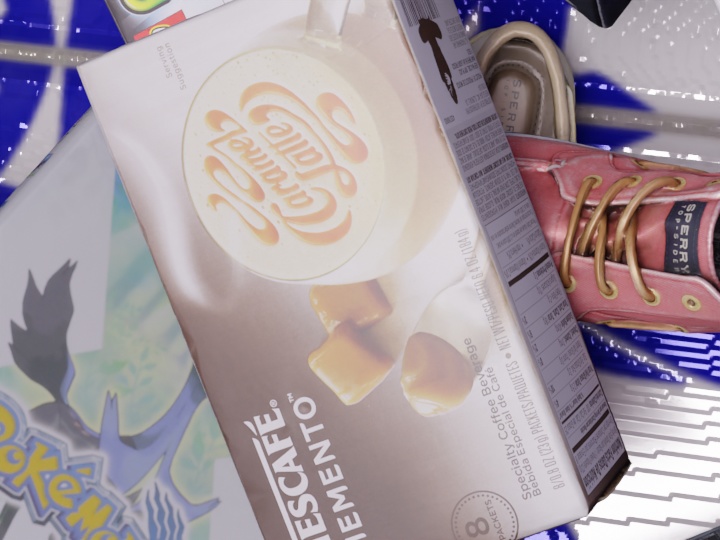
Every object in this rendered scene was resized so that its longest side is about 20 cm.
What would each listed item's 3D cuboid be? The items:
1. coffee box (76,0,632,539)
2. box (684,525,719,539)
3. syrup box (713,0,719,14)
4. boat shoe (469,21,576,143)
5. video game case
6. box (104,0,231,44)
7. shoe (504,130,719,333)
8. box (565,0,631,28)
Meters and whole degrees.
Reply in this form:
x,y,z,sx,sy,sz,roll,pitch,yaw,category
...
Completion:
x,y,z,sx,sy,sz,roll,pitch,yaw,category
0.000,0.000,0.978,0.114,0.080,0.201,-20,94,18,coffee box
0.122,0.126,1.042,0.199,0.158,0.050,-23,85,12,box
0.156,-0.142,1.072,0.078,0.081,0.201,-25,86,9,syrup box
0.050,0.005,1.098,0.072,0.065,0.201,7,89,-1,boat shoe
-0.066,0.058,1.024,0.200,0.022,0.183,45,70,-12,video game case
-0.075,-0.177,1.145,0.110,0.035,0.201,-28,85,11,box
0.094,-0.015,1.027,0.199,0.091,0.072,7,84,-15,shoe
0.072,-0.224,0.984,0.200,0.123,0.199,40,95,6,box
